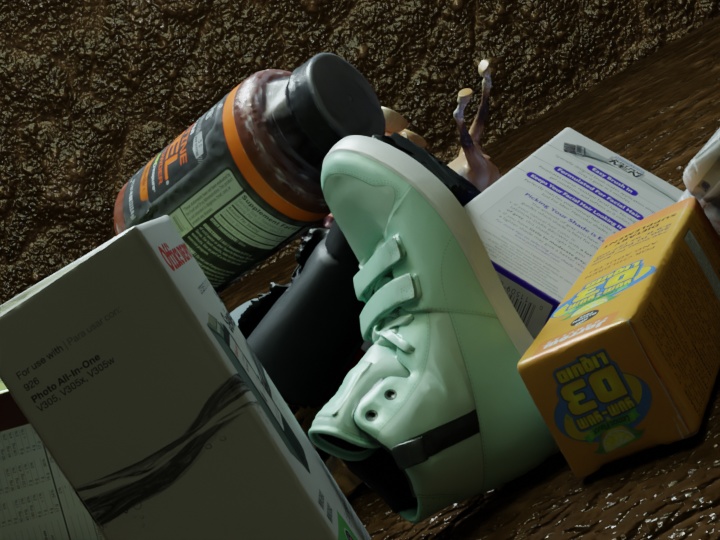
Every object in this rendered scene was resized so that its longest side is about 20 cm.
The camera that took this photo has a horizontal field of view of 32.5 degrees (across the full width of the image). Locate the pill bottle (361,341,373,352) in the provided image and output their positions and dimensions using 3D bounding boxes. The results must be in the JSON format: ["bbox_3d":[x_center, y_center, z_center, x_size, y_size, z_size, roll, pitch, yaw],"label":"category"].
[{"bbox_3d":[0.061,-0.001,1.029,0.111,0.113,0.200,-25,7,31],"label":"pill bottle"}]

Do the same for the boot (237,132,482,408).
[{"bbox_3d":[0.000,0.000,0.795,0.169,0.076,0.200,-55,-10,11],"label":"boot"}]

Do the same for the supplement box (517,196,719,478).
[{"bbox_3d":[0.147,0.027,0.641,0.066,0.069,0.200,-27,8,29],"label":"supplement box"}]

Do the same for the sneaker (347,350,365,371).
[{"bbox_3d":[-0.029,0.079,1.060,0.200,0.077,0.085,-42,21,-18],"label":"sneaker"}]

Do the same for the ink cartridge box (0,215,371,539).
[{"bbox_3d":[-0.074,0.081,0.560,0.083,0.202,0.146,-32,6,-1],"label":"ink cartridge box"}]

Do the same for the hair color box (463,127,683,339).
[{"bbox_3d":[0.130,-0.014,0.805,0.199,0.109,0.065,-37,-28,-47],"label":"hair color box"}]

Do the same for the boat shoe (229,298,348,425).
[{"bbox_3d":[-0.063,0.081,0.976,0.071,0.091,0.200,-44,18,-15],"label":"boat shoe"}]

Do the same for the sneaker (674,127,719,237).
[{"bbox_3d":[0.242,-0.037,0.753,0.075,0.082,0.200,-48,-16,11],"label":"sneaker"}]

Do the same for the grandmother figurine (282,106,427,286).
[{"bbox_3d":[-0.013,-0.036,1.030,0.060,0.121,0.203,16,79,42],"label":"grandmother figurine"}]

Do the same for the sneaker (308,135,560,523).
[{"bbox_3d":[0.010,0.026,0.624,0.117,0.202,0.074,-25,-18,-28],"label":"sneaker"}]

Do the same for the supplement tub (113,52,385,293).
[{"bbox_3d":[-0.074,-0.065,0.849,0.199,0.108,0.107,-34,2,34],"label":"supplement tub"}]

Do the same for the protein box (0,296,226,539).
[{"bbox_3d":[-0.169,0.118,0.817,0.197,0.137,0.199,-15,6,-5],"label":"protein box"}]

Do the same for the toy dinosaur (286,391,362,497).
[{"bbox_3d":[0.015,0.097,0.799,0.105,0.061,0.200,2,38,46],"label":"toy dinosaur"}]

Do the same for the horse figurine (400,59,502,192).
[{"bbox_3d":[0.056,-0.062,0.920,0.199,0.134,0.050,-34,42,-25],"label":"horse figurine"}]
